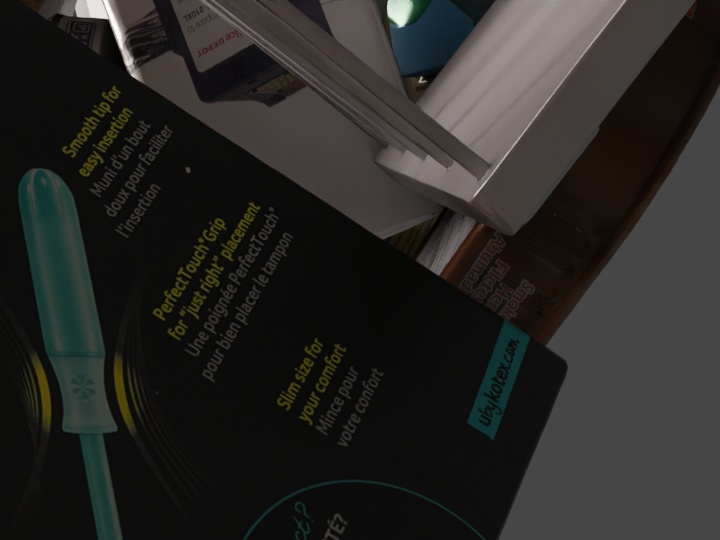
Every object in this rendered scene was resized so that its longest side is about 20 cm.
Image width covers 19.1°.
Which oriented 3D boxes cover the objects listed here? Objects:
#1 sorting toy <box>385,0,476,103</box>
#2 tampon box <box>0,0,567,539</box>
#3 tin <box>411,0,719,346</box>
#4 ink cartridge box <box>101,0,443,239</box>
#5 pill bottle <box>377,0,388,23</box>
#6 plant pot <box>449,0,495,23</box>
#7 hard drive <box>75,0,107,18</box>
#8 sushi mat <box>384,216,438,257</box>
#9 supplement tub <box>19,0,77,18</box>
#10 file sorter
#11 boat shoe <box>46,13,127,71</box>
[{"bbox_3d":[0.009,-0.155,0.973,0.199,0.036,0.187,-10,88,53],"label":"sorting toy"},{"bbox_3d":[-0.079,0.049,0.517,0.126,0.199,0.150,-54,5,46],"label":"tampon box"},{"bbox_3d":[0.044,-0.007,0.629,0.201,0.042,0.112,-56,8,31],"label":"tin"},{"bbox_3d":[-0.044,-0.104,0.727,0.084,0.202,0.145,-19,8,2],"label":"ink cartridge box"},{"bbox_3d":[-0.038,-0.035,0.951,0.104,0.103,0.202,-65,-14,-62],"label":"pill bottle"},{"bbox_3d":[0.066,-0.219,0.798,0.197,0.199,0.196,-60,3,-16],"label":"plant pot"},{"bbox_3d":[-0.066,-0.129,0.881,0.131,0.202,0.025,-30,-24,34],"label":"hard drive"},{"bbox_3d":[0.000,0.000,0.788,0.201,0.095,0.012,-62,-35,-47],"label":"sushi mat"},{"bbox_3d":[-0.176,-0.139,0.725,0.145,0.144,0.200,-59,-13,-10],"label":"supplement tub"},{"bbox_3d":[0.019,-0.108,0.557,0.139,0.124,0.200,-52,8,1],"label":"file sorter"},{"bbox_3d":[-0.113,-0.029,0.780,0.200,0.065,0.073,87,-172,-71],"label":"boat shoe"}]
